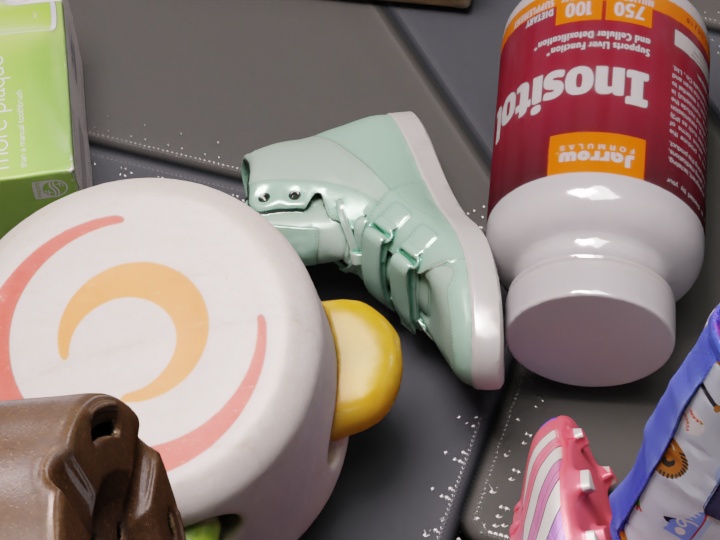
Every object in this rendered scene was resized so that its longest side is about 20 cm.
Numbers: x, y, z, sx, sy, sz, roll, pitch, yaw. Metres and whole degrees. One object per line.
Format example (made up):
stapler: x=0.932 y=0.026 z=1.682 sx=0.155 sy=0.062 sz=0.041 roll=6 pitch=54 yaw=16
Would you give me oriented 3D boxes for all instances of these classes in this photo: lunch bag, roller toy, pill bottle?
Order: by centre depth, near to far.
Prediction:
lunch bag: x=0.226 y=0.075 z=1.119 sx=0.200 sy=0.170 sz=0.124 roll=-2 pitch=51 yaw=-18
roller toy: x=-0.098 y=0.059 z=1.189 sx=0.182 sy=0.140 sz=0.200 roll=35 pitch=75 yaw=22
pill bottle: x=0.123 y=-0.047 z=1.264 sx=0.113 sy=0.113 sz=0.200 roll=3 pitch=56 yaw=5

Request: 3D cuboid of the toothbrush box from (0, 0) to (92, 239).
toothbrush box: x=-0.250 y=-0.074 z=1.323 sx=0.200 sy=0.086 sz=0.146 roll=-8 pitch=55 yaw=0

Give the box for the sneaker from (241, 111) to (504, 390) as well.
sneaker: x=0.000 y=0.000 z=1.255 sx=0.118 sy=0.074 sz=0.201 roll=-12 pitch=41 yaw=-12

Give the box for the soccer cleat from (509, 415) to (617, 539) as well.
soccer cleat: x=0.088 y=0.156 z=1.161 sx=0.076 sy=0.067 sz=0.200 roll=-19 pitch=48 yaw=19

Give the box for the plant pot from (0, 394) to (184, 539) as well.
plant pot: x=-0.186 y=0.140 z=1.025 sx=0.198 sy=0.200 sz=0.201 roll=-9 pitch=54 yaw=14

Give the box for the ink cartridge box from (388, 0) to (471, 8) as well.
ink cartridge box: x=-0.020 y=-0.244 z=1.432 sx=0.200 sy=0.075 sz=0.165 roll=7 pitch=55 yaw=9
